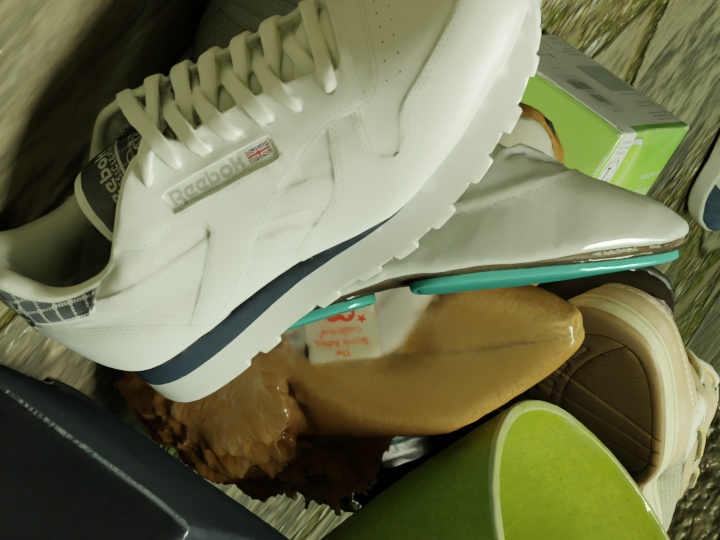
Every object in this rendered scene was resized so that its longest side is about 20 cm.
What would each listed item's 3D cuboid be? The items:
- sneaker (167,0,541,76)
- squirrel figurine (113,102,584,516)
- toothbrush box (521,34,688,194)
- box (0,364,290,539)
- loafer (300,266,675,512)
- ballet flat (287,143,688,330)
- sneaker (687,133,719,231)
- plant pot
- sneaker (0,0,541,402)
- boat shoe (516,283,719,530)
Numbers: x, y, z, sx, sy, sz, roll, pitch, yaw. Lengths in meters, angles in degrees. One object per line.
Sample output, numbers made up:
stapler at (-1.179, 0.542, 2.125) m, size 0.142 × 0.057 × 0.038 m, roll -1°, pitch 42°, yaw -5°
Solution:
sneaker at (0.015, -0.105, 0.953) m, size 0.200 × 0.076 × 0.092 m, roll -42°, pitch 158°, yaw -49°
squirrel figurine at (0.000, 0.000, 1.106) m, size 0.200 × 0.142 × 0.187 m, roll -44°, pitch -178°, yaw 19°
toothbrush box at (0.053, -0.006, 1.321) m, size 0.200 × 0.086 × 0.146 m, roll -56°, pitch 167°, yaw 13°
box at (-0.133, 0.137, 0.930) m, size 0.200 × 0.117 × 0.197 m, roll -56°, pitch 168°, yaw -1°
loafer at (0.058, 0.059, 1.217) m, size 0.200 × 0.071 × 0.073 m, roll -24°, pitch 131°, yaw -18°
ballet flat at (0.009, -0.016, 0.963) m, size 0.200 × 0.070 × 0.069 m, roll -12°, pitch 167°, yaw 4°
sneaker at (0.300, -0.076, 2.059) m, size 0.075 × 0.084 × 0.200 m, roll -48°, pitch 166°, yaw -28°
plant pot at (0.015, 0.173, 1.084) m, size 0.200 × 0.187 × 0.187 m, roll -25°, pitch 179°, yaw 22°
sneaker at (-0.028, -0.037, 0.846) m, size 0.200 × 0.080 × 0.076 m, roll -44°, pitch -145°, yaw 26°
boat shoe at (0.111, 0.055, 1.160) m, size 0.065 × 0.072 × 0.200 m, roll -48°, pitch 156°, yaw -22°
